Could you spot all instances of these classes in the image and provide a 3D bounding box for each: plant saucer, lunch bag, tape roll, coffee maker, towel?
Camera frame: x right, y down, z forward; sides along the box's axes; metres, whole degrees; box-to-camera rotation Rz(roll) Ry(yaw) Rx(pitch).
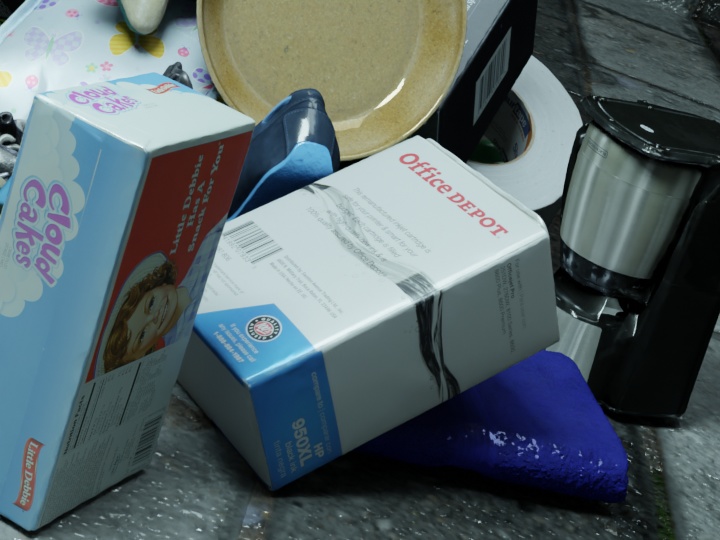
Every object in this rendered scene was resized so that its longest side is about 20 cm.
[{"bbox_3d":[-0.023,-0.178,1.231,0.198,0.203,0.035,13,0,-21],"label":"plant saucer"},{"bbox_3d":[-0.184,-0.111,1.252,0.168,0.128,0.201,23,45,8],"label":"lunch bag"},{"bbox_3d":[0.087,-0.110,1.474,0.198,0.066,0.202,10,52,-13],"label":"tape roll"},{"bbox_3d":[0.217,-0.002,1.250,0.190,0.202,0.135,16,21,-5],"label":"coffee maker"},{"bbox_3d":[0.060,0.086,1.101,0.198,0.050,0.148,13,27,-21],"label":"towel"}]

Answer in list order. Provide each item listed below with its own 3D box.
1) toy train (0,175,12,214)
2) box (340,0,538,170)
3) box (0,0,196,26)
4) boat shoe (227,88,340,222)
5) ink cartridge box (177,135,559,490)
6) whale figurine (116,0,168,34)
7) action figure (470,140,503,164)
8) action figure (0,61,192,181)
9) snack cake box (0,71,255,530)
[{"bbox_3d":[-0.216,0.013,0.969,0.115,0.085,0.201,2,44,31],"label":"toy train"},{"bbox_3d":[0.013,-0.181,1.378,0.197,0.124,0.201,21,55,16],"label":"box"},{"bbox_3d":[-0.221,-0.222,1.387,0.191,0.048,0.201,12,-29,28],"label":"box"},{"bbox_3d":[-0.059,-0.054,1.149,0.083,0.200,0.069,15,64,-27],"label":"boat shoe"},{"bbox_3d":[-0.005,0.018,1.015,0.198,0.085,0.145,-25,38,-19],"label":"ink cartridge box"},{"bbox_3d":[-0.124,-0.243,1.257,0.103,0.160,0.200,-14,27,52],"label":"whale figurine"},{"bbox_3d":[0.043,-0.087,1.529,0.198,0.055,0.118,6,24,-18],"label":"action figure"},{"bbox_3d":[-0.193,-0.058,1.117,0.198,0.120,0.102,-20,-12,-8],"label":"action figure"},{"bbox_3d":[-0.130,0.012,0.859,0.067,0.202,0.115,26,19,18],"label":"snack cake box"}]
